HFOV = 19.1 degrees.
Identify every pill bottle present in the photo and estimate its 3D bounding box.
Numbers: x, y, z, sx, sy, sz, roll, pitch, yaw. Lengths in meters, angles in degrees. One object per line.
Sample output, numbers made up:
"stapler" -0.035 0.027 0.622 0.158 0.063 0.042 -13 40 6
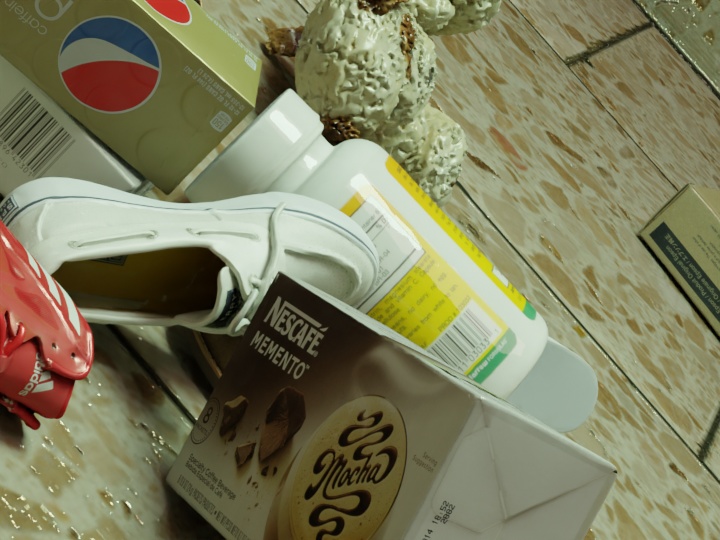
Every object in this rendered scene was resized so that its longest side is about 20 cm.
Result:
"pill bottle" 0.000 0.000 1.188 0.200 0.113 0.113 46 19 -6

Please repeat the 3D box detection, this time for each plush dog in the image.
"plush dog" 0.004 -0.144 1.449 0.159 0.201 0.172 14 7 5

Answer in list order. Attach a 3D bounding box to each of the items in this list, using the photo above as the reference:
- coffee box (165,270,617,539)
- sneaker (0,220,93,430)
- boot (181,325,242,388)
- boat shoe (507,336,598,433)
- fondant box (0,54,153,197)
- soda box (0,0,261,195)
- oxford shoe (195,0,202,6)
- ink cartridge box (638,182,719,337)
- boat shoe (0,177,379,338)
"coffee box" 0.007 0.087 0.906 0.080 0.114 0.200 28 2 -29
"sneaker" -0.155 0.025 0.849 0.115 0.078 0.200 41 21 -15
"boot" -0.006 0.074 1.085 0.200 0.075 0.074 46 23 2
"boat shoe" 0.063 0.033 1.356 0.199 0.071 0.070 34 -5 -27
"fondant box" -0.157 -0.100 1.126 0.144 0.058 0.200 46 18 -4
"soda box" -0.142 -0.132 1.027 0.200 0.068 0.064 41 21 -18
"oxford shoe" -0.131 -0.166 1.297 0.071 0.071 0.201 24 28 -47
"ink cartridge box" 0.369 0.006 2.056 0.165 0.075 0.200 53 20 19
"boat shoe" -0.069 0.007 1.006 0.201 0.075 0.086 9 30 -33
